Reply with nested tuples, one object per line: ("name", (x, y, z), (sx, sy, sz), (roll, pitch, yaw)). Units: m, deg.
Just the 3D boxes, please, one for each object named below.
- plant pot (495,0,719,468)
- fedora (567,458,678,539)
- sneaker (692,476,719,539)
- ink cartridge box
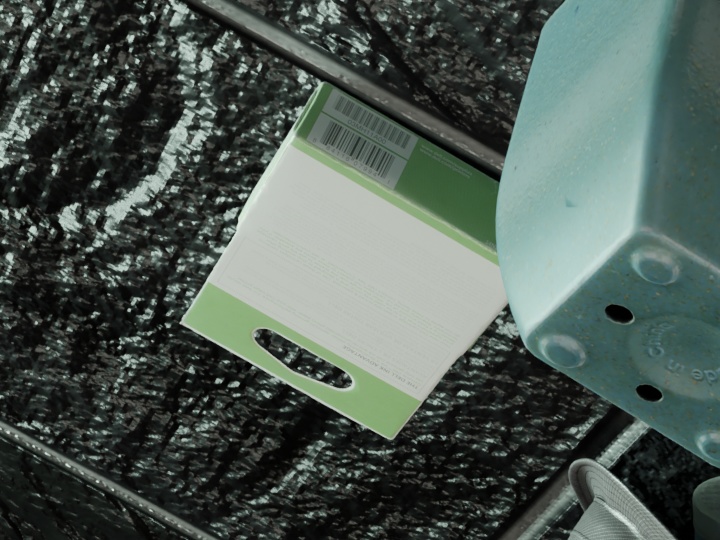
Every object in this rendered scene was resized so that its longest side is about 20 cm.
("plant pot", (0.171, -0.033, 1.121), (0.195, 0.200, 0.196), (31, 145, -8))
("fedora", (0.152, 0.206, 1.462), (0.177, 0.090, 0.200), (47, 173, 28))
("sneaker", (0.252, 0.183, 1.388), (0.200, 0.074, 0.082), (-139, 36, -57))
("ink cartridge box", (0.000, 0.000, 1.398), (0.145, 0.048, 0.200), (29, 145, -5))
